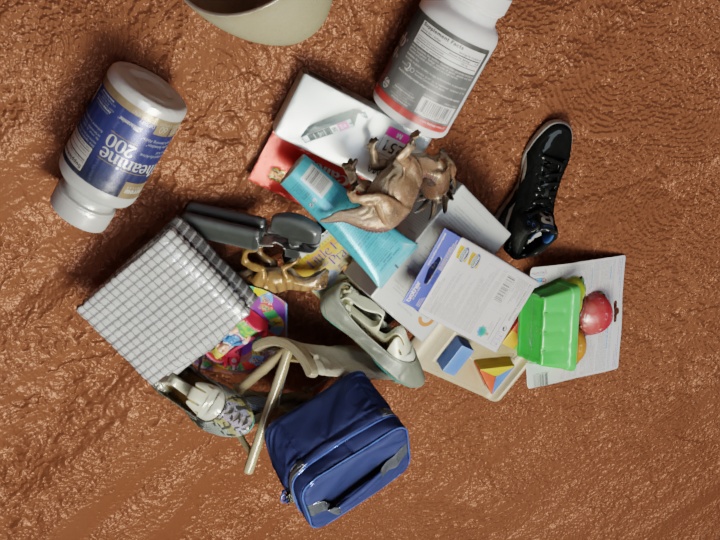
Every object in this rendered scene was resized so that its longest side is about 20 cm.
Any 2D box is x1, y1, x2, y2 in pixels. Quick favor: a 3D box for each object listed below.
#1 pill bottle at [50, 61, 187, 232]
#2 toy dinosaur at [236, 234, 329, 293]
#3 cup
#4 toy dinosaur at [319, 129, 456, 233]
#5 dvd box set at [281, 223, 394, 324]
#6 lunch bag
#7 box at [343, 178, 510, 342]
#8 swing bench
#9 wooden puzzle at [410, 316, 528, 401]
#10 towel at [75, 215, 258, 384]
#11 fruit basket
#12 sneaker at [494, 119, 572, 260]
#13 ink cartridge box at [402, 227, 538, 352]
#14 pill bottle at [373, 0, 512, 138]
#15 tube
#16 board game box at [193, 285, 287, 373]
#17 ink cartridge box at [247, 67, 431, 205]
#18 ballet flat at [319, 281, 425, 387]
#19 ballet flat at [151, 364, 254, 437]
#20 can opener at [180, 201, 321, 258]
[{"bbox_3d":[-0.313,-0.152,1.478,0.110,0.111,0.201,25,112,-27],"label":"pill bottle"},{"bbox_3d":[-0.144,0.008,1.635,0.196,0.061,0.108,-3,114,7],"label":"toy dinosaur"},{"bbox_3d":[-0.106,-0.350,1.385,0.199,0.202,0.143,-32,151,6],"label":"cup"},{"bbox_3d":[0.049,-0.099,1.521,0.200,0.086,0.136,-42,121,-6],"label":"toy dinosaur"},{"bbox_3d":[0.000,0.000,1.709,0.146,0.030,0.200,-38,124,9],"label":"dvd box set"},{"bbox_3d":[-0.031,0.256,1.605,0.198,0.132,0.137,-32,143,-16],"label":"lunch bag"},{"bbox_3d":[0.094,-0.025,1.651,0.201,0.097,0.124,-50,124,0],"label":"box"},{"bbox_3d":[-0.080,0.182,1.706,0.197,0.130,0.201,12,119,-48],"label":"swing bench"},{"bbox_3d":[0.195,0.111,1.824,0.198,0.047,0.186,27,111,-28],"label":"wooden puzzle"},{"bbox_3d":[-0.261,0.042,1.588,0.199,0.086,0.166,-36,108,25],"label":"towel"},{"bbox_3d":[0.329,0.075,1.800,0.198,0.093,0.189,-10,106,-38],"label":"fruit basket"},{"bbox_3d":[0.265,-0.105,1.668,0.072,0.112,0.202,12,117,-23],"label":"sneaker"},{"bbox_3d":[0.147,0.024,1.617,0.199,0.042,0.120,27,97,-38],"label":"ink cartridge box"},{"bbox_3d":[0.108,-0.285,1.510,0.114,0.116,0.202,19,114,-25],"label":"pill bottle"},{"bbox_3d":[-0.018,-0.069,1.556,0.200,0.050,0.078,42,95,-11],"label":"tube"},{"bbox_3d":[-0.182,0.100,1.676,0.155,0.039,0.202,1,138,-3],"label":"board game box"},{"bbox_3d":[-0.030,-0.151,1.576,0.198,0.044,0.175,24,107,-17],"label":"ink cartridge box"},{"bbox_3d":[0.028,0.092,1.680,0.199,0.068,0.064,40,126,-8],"label":"ballet flat"},{"bbox_3d":[-0.236,0.176,1.654,0.072,0.199,0.073,-29,132,-38],"label":"ballet flat"},{"bbox_3d":[-0.146,-0.062,1.578,0.196,0.053,0.067,9,125,7],"label":"can opener"}]
